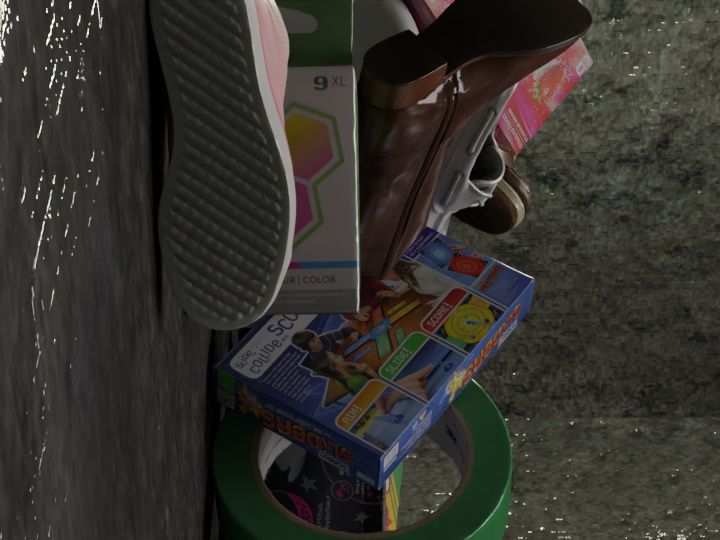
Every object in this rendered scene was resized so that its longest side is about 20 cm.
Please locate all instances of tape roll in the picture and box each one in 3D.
[{"bbox_3d":[0.001,0.135,1.361,0.201,0.199,0.048,-89,179,-46],"label":"tape roll"}]

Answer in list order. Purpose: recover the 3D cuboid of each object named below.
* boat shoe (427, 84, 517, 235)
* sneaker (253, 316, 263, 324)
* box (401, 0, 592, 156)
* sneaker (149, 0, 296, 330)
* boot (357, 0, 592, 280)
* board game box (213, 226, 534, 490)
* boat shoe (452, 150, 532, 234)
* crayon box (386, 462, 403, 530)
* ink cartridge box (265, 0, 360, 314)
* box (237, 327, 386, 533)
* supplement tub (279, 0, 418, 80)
[{"bbox_3d":[0.069,-0.073,1.453,0.201,0.065,0.074,100,14,-53],"label":"boat shoe"},{"bbox_3d":[-0.058,-0.050,1.603,0.076,0.087,0.201,49,58,-55],"label":"sneaker"},{"bbox_3d":[0.079,-0.188,1.487,0.100,0.095,0.200,-50,141,-11],"label":"box"},{"bbox_3d":[-0.069,-0.074,1.115,0.105,0.075,0.202,-56,142,-78],"label":"sneaker"},{"bbox_3d":[0.055,-0.086,1.357,0.064,0.185,0.201,52,-32,31],"label":"boot"},{"bbox_3d":[0.011,0.045,1.388,0.200,0.135,0.035,-46,153,-37],"label":"board game box"},{"bbox_3d":[0.087,-0.082,1.588,0.075,0.075,0.202,49,-11,-21],"label":"boat shoe"},{"bbox_3d":[-0.027,0.193,1.631,0.127,0.051,0.201,40,44,-38],"label":"crayon box"},{"bbox_3d":[-0.053,-0.074,1.232,0.059,0.103,0.202,-69,158,-88],"label":"ink cartridge box"},{"bbox_3d":[-0.038,0.158,1.499,0.133,0.114,0.201,89,2,-55],"label":"box"},{"bbox_3d":[-0.026,-0.115,1.467,0.200,0.144,0.147,85,5,-72],"label":"supplement tub"}]
